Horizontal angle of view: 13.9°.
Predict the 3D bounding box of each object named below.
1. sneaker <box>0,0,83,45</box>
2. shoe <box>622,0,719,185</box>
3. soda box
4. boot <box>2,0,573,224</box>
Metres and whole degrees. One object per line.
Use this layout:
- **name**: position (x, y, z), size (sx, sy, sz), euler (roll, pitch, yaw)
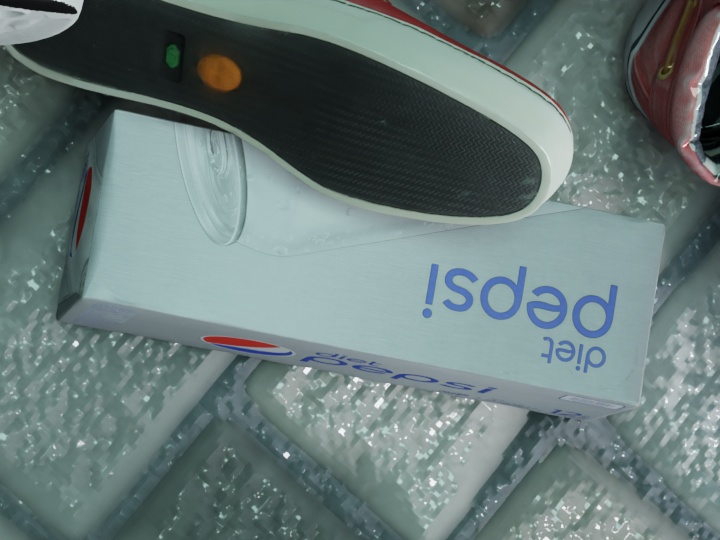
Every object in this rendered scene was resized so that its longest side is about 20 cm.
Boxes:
- **sneaker**: position (-0.160, -0.148, 0.945), size (0.080, 0.200, 0.147), euler (4, 89, -43)
- **shoe**: position (0.168, -0.120, 1.026), size (0.071, 0.091, 0.200), euler (32, 104, -17)
- **soda box**: position (0.000, 0.000, 1.025), size (0.199, 0.063, 0.069), euler (12, 80, -11)
- **boot**: position (-0.009, -0.102, 1.005), size (0.199, 0.073, 0.144), euler (23, 46, 3)
